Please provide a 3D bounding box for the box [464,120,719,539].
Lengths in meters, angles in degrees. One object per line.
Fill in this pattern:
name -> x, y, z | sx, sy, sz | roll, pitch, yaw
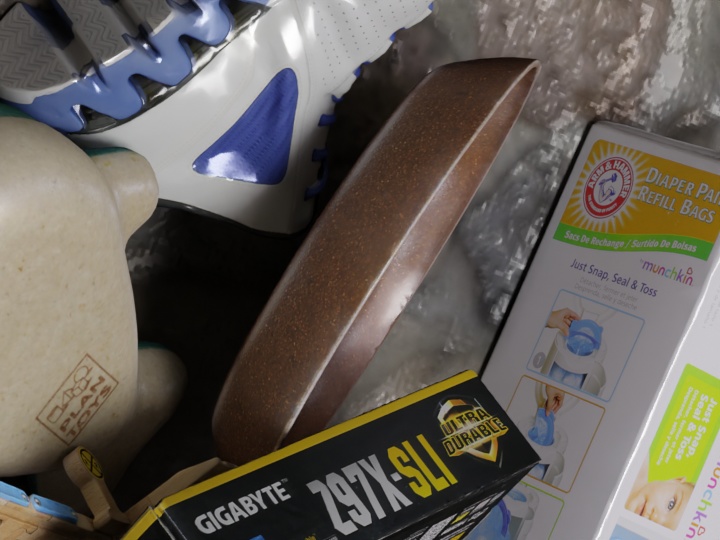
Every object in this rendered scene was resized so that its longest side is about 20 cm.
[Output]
box -> 0.124, 0.055, 1.164 | 0.112, 0.101, 0.201 | 25, 88, -40

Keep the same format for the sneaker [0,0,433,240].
sneaker -> -0.028, -0.082, 1.012 | 0.199, 0.081, 0.115 | -28, 133, -2

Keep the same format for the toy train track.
toy train track -> -0.112, 0.080, 0.940 | 0.114, 0.033, 0.200 | -37, 155, 11

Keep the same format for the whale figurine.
whale figurine -> -0.135, 0.016, 0.967 | 0.159, 0.104, 0.200 | -53, 149, -6

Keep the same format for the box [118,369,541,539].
box -> -0.043, 0.120, 0.986 | 0.160, 0.049, 0.200 | -46, 164, 33

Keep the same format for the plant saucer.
plant saucer -> 0.000, 0.000, 1.028 | 0.034, 0.200, 0.201 | 31, 81, 5
